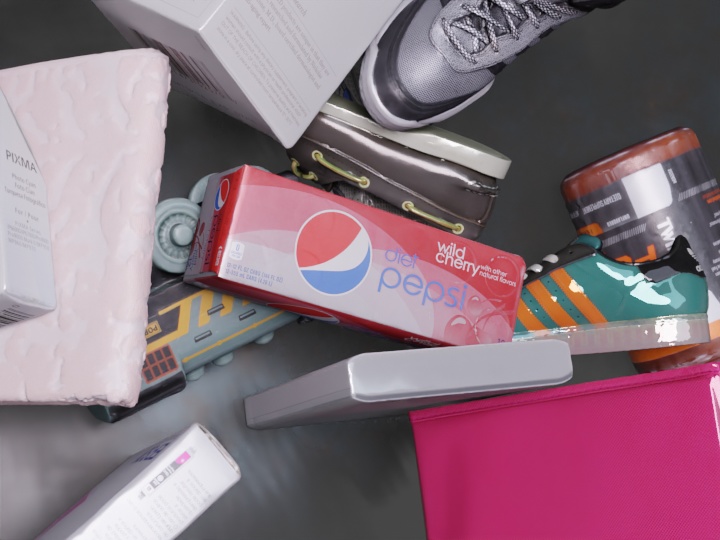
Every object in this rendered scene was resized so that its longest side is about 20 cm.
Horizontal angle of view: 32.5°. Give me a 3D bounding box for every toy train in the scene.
[{"bbox_3d":[-0.111,0.010,0.776,0.200,0.085,0.114,-26,101,-26],"label":"toy train"}]

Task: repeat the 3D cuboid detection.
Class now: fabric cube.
[{"bbox_3d":[0.168,0.167,0.747,0.200,0.196,0.200,6,75,-57],"label":"fabric cube"}]

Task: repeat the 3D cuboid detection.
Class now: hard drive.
[{"bbox_3d":[0.020,0.071,0.744,0.131,0.200,0.027,-3,80,-22],"label":"hard drive"}]

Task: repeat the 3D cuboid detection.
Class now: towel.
[{"bbox_3d":[-0.197,-0.021,0.709,0.032,0.190,0.201,29,61,-62],"label":"towel"}]

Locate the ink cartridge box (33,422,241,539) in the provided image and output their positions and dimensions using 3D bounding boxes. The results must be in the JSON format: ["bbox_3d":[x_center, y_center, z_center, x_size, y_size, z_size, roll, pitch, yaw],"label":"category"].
[{"bbox_3d":[-0.168,0.166,0.654,0.200,0.196,0.043,-40,93,-24],"label":"ink cartridge box"}]

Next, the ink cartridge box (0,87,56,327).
[{"bbox_3d":[-0.256,-0.053,0.703,0.160,0.047,0.201,-17,68,21],"label":"ink cartridge box"}]

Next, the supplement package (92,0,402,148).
[{"bbox_3d":[-0.044,-0.196,0.718,0.200,0.117,0.117,-53,145,-10],"label":"supplement package"}]

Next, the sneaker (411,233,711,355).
[{"bbox_3d":[0.132,0.018,0.837,0.199,0.071,0.080,-5,85,10],"label":"sneaker"}]

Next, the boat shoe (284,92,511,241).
[{"bbox_3d":[-0.008,-0.077,0.784,0.201,0.072,0.061,20,103,7],"label":"boat shoe"}]

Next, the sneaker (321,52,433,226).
[{"bbox_3d":[0.016,-0.106,0.842,0.077,0.085,0.201,-3,81,-22],"label":"sneaker"}]

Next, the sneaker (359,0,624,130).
[{"bbox_3d":[0.090,-0.158,0.721,0.200,0.114,0.076,-39,100,-18],"label":"sneaker"}]

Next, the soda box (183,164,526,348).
[{"bbox_3d":[0.000,0.000,0.749,0.199,0.063,0.070,16,80,-25],"label":"soda box"}]

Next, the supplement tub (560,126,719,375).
[{"bbox_3d":[0.227,0.006,0.890,0.107,0.107,0.201,-22,87,-24],"label":"supplement tub"}]
